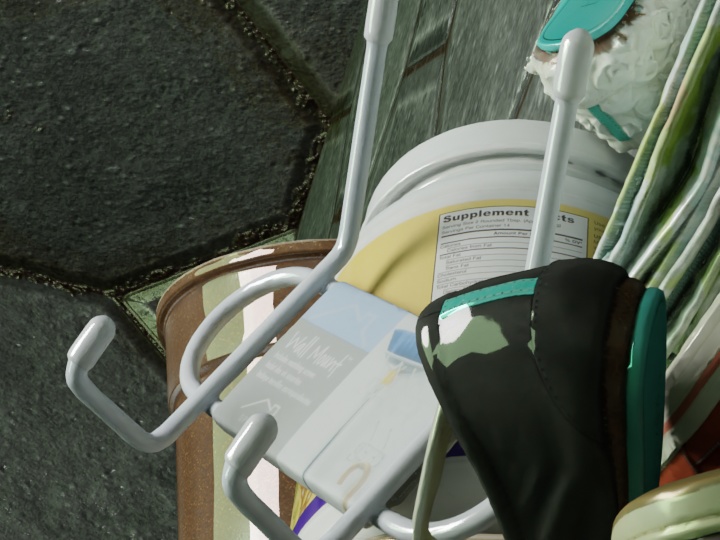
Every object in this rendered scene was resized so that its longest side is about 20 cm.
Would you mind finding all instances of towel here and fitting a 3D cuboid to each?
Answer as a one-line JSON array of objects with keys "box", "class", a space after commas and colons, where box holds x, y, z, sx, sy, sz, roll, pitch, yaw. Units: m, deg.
[{"box": [0.128, -0.074, 0.748, 0.200, 0.048, 0.171, -56, -12, -59], "class": "towel"}]

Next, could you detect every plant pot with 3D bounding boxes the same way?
[{"box": [-0.005, 0.117, 1.177, 0.200, 0.200, 0.199, 113, 160, -62], "class": "plant pot"}]

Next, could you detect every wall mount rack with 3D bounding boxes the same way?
[{"box": [0.000, 0.000, 0.767, 0.174, 0.075, 0.200, -48, 32, -11], "class": "wall mount rack"}]

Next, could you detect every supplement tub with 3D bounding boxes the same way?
[{"box": [0.052, 0.056, 0.851, 0.200, 0.145, 0.146, -82, 8, -47], "class": "supplement tub"}]

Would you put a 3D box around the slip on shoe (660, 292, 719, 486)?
[{"box": [0.115, 0.044, 0.681, 0.074, 0.061, 0.200, -54, -9, -6], "class": "slip on shoe"}]

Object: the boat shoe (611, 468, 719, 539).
[{"box": [0.100, 0.094, 0.532, 0.201, 0.072, 0.066, 60, -158, -65], "class": "boat shoe"}]

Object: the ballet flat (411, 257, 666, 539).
[{"box": [0.051, 0.082, 0.617, 0.068, 0.068, 0.200, -63, -31, -55], "class": "ballet flat"}]

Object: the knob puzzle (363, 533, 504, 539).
[{"box": [0.036, 0.163, 0.742, 0.030, 0.220, 0.220, -17, -48, -48], "class": "knob puzzle"}]

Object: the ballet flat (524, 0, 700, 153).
[{"box": [0.125, -0.121, 0.907, 0.200, 0.072, 0.072, -56, -6, -30], "class": "ballet flat"}]
